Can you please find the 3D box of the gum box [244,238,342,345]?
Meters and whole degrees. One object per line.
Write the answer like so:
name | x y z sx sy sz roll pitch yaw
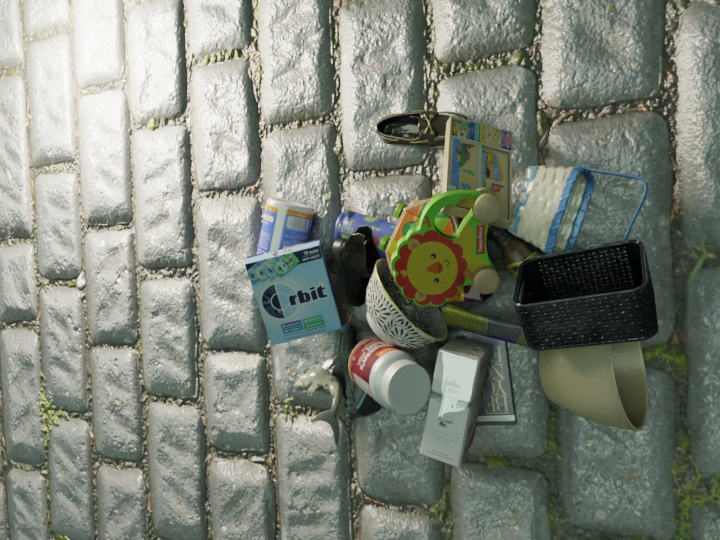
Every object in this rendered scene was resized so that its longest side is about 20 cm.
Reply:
gum box | -0.142 0.050 1.202 0.165 0.045 0.205 -13 112 3

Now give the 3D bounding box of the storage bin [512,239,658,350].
storage bin | 0.355 0.040 0.877 0.195 0.136 0.095 -11 119 30

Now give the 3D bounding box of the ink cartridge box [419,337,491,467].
ink cartridge box | 0.185 0.243 1.054 0.081 0.146 0.206 12 97 21

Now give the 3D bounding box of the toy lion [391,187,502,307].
toy lion | 0.146 -0.036 0.959 0.186 0.069 0.206 -2 111 4

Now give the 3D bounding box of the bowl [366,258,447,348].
bowl | 0.072 0.084 1.089 0.094 0.200 0.202 -43 75 20

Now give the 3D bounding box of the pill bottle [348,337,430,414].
pill bottle | 0.054 0.205 1.081 0.199 0.106 0.113 -168 77 -69

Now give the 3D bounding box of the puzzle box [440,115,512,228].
puzzle box | 0.218 -0.184 1.020 0.129 0.026 0.205 12 65 -10

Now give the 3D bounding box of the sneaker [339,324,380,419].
sneaker | -0.003 0.219 1.214 0.079 0.073 0.206 -8 89 1

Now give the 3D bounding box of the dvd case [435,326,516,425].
dvd case | 0.231 0.212 1.120 0.145 0.016 0.206 -8 89 25

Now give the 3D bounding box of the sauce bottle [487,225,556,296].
sauce bottle | 0.316 -0.009 1.045 0.065 0.064 0.201 -45 72 20

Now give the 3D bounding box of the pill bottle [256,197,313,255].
pill bottle | -0.177 -0.053 1.251 0.110 0.111 0.206 17 100 23

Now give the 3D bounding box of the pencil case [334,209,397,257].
pencil case | 0.043 -0.072 1.163 0.195 0.087 0.080 16 124 25

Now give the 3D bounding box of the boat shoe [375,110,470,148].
boat shoe | 0.125 -0.291 1.124 0.195 0.059 0.074 4 94 25

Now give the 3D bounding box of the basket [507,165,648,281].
basket | 0.375 -0.098 0.964 0.198 0.137 0.181 29 106 38

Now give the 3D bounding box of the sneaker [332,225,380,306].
sneaker | 0.002 -0.002 1.145 0.102 0.060 0.204 10 129 37

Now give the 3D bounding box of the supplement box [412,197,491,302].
supplement box | 0.180 -0.042 1.086 0.127 0.103 0.207 -5 90 25

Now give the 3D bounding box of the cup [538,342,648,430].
cup | 0.396 0.172 0.956 0.141 0.198 0.206 -15 86 39

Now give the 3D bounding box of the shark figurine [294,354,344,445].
shark figurine | -0.060 0.277 1.217 0.127 0.214 0.090 -39 117 -6

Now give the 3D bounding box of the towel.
towel | 0.243 0.103 1.026 0.195 0.144 0.023 14 76 15

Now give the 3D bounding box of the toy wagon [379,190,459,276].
toy wagon | 0.126 -0.069 1.032 0.153 0.039 0.204 31 106 22
